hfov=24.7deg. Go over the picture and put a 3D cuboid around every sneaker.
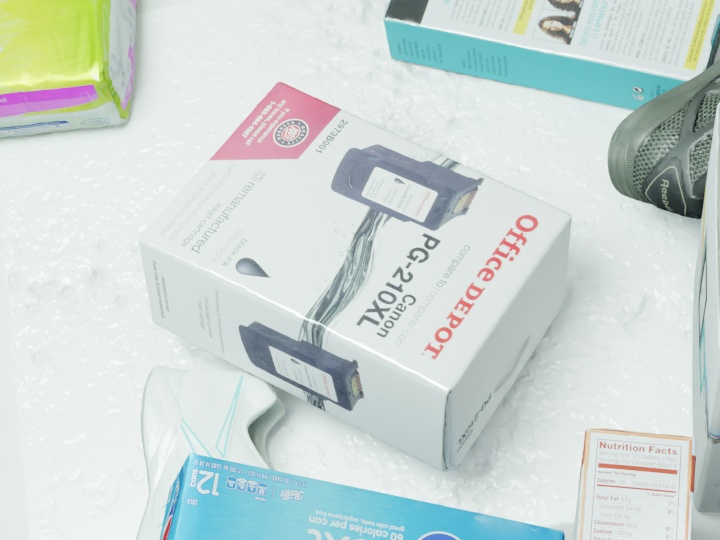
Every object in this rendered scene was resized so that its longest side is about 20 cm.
[{"bbox_3d":[0.248,-0.090,0.935,0.199,0.076,0.114,-35,41,-20],"label":"sneaker"},{"bbox_3d":[-0.079,0.141,0.893,0.080,0.070,0.201,-3,63,3],"label":"sneaker"}]

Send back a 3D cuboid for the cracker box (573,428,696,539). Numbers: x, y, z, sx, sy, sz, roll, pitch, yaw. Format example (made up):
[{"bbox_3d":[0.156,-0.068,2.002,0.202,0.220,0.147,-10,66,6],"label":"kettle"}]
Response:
[{"bbox_3d":[0.127,0.194,0.802,0.057,0.134,0.201,5,64,10],"label":"cracker box"}]

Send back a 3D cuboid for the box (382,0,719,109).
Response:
[{"bbox_3d":[0.121,-0.156,1.022,0.199,0.049,0.083,14,67,14],"label":"box"}]

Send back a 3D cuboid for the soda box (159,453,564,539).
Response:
[{"bbox_3d":[-0.002,0.151,0.841,0.199,0.068,0.064,14,65,-10],"label":"soda box"}]

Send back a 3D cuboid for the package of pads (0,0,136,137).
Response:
[{"bbox_3d":[-0.223,-0.183,1.073,0.154,0.068,0.201,-6,64,5],"label":"package of pads"}]

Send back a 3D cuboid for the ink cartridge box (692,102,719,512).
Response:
[{"bbox_3d":[0.246,0.026,0.831,0.146,0.200,0.146,1,64,8],"label":"ink cartridge box"}]

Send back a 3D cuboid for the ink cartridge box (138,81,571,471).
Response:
[{"bbox_3d":[0.000,0.000,0.928,0.200,0.084,0.145,26,56,19],"label":"ink cartridge box"}]
